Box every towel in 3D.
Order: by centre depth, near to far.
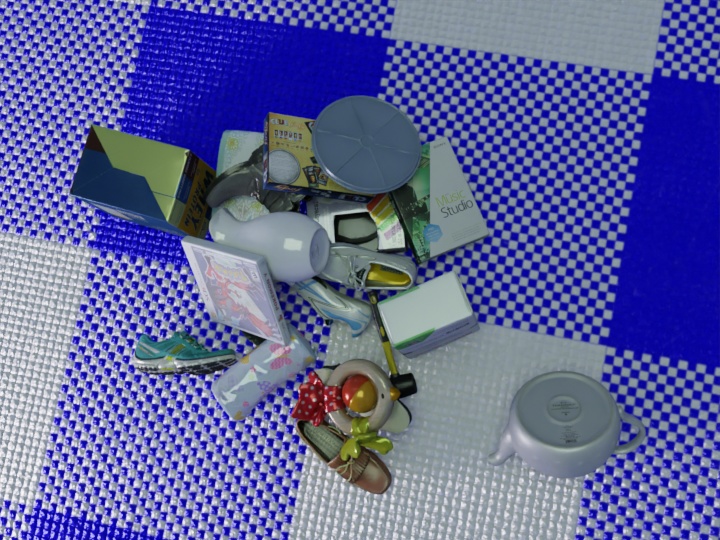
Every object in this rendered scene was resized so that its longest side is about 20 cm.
[{"bbox_3d":[-0.190,-0.157,1.808,0.170,0.048,0.202,8,95,17],"label":"towel"}]

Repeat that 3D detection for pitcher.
[{"bbox_3d":[-0.156,-0.023,1.708,0.199,0.121,0.173,6,122,24],"label":"pitcher"}]

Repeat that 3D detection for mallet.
[{"bbox_3d":[0.057,0.133,1.727,0.065,0.041,0.202,-8,95,6],"label":"mallet"}]

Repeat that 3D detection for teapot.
[{"bbox_3d":[0.347,0.277,1.631,0.199,0.147,0.197,28,56,35],"label":"teapot"}]

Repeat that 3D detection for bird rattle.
[{"bbox_3d":[-0.013,0.227,1.653,0.200,0.112,0.164,43,105,33],"label":"bird rattle"}]

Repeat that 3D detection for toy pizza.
[{"bbox_3d":[0.010,-0.221,1.712,0.198,0.032,0.202,4,65,-9],"label":"toy pizza"}]

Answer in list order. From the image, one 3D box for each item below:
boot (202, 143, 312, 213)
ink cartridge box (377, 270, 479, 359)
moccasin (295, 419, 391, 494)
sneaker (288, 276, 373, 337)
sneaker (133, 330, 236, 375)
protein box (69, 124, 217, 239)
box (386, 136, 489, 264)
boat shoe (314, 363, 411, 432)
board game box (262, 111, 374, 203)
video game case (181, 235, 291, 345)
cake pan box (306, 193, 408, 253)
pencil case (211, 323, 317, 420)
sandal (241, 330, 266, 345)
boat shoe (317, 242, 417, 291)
[{"bbox_3d":[-0.185,-0.137,1.750,0.199,0.070,0.132,-34,87,21],"label":"boot"},{"bbox_3d":[0.121,0.081,1.665,0.145,0.200,0.085,-23,76,5],"label":"ink cartridge box"},{"bbox_3d":[-0.031,0.324,1.713,0.201,0.078,0.074,42,92,12],"label":"moccasin"},{"bbox_3d":[-0.072,0.053,1.767,0.199,0.072,0.073,30,96,16],"label":"sneaker"},{"bbox_3d":[-0.327,0.150,1.792,0.198,0.078,0.080,1,73,9],"label":"sneaker"},{"bbox_3d":[-0.388,-0.156,1.780,0.197,0.200,0.136,16,84,11],"label":"protein box"},{"bbox_3d":[0.130,-0.128,1.747,0.143,0.036,0.201,-22,82,-15],"label":"box"},{"bbox_3d":[0.011,0.221,1.707,0.200,0.063,0.074,23,109,28],"label":"boat shoe"},{"bbox_3d":[-0.074,-0.199,1.718,0.198,0.035,0.137,7,70,-21],"label":"board game box"},{"bbox_3d":[-0.222,0.035,1.715,0.199,0.183,0.023,14,43,38],"label":"video game case"},{"bbox_3d":[-0.009,-0.118,1.791,0.183,0.052,0.202,-5,80,11],"label":"cake pan box"},{"bbox_3d":[-0.175,0.186,1.756,0.200,0.083,0.091,-39,96,2],"label":"pencil case"},{"bbox_3d":[-0.203,0.044,1.798,0.075,0.048,0.202,-13,80,7],"label":"sandal"},{"bbox_3d":[0.000,0.005,1.715,0.200,0.086,0.075,11,109,1],"label":"boat shoe"}]
